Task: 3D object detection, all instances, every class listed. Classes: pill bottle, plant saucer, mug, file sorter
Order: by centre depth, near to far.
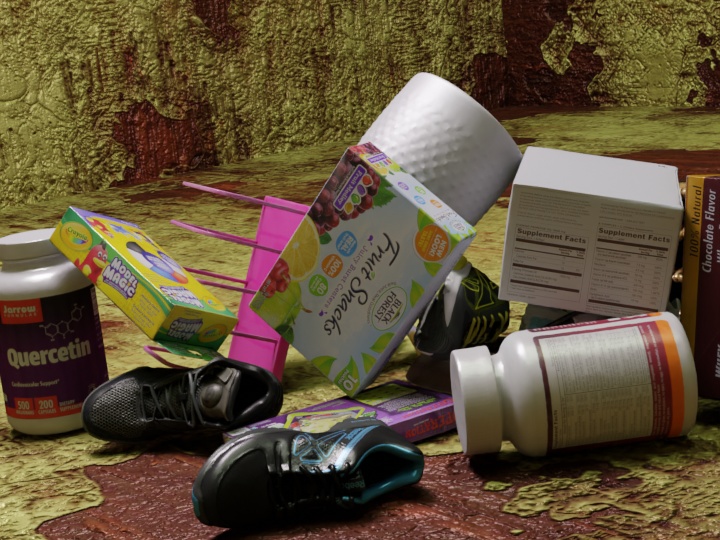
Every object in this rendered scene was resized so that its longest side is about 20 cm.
[{"bbox_3d":[0.182,0.102,1.337,0.198,0.111,0.110,-8,11,-3],"label":"pill bottle"},{"bbox_3d":[0.144,0.093,1.538,0.198,0.032,0.200,-1,7,0],"label":"plant saucer"},{"bbox_3d":[0.058,-0.078,1.587,0.147,0.176,0.200,38,-10,17],"label":"mug"},{"bbox_3d":[-0.326,0.062,1.609,0.111,0.202,0.112,-7,11,1],"label":"pill bottle"},{"bbox_3d":[-0.145,0.012,1.667,0.125,0.202,0.139,12,2,-25],"label":"file sorter"}]

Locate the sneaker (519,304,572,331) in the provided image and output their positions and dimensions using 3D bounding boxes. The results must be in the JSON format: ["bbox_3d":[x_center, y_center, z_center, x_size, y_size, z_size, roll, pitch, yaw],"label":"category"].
[{"bbox_3d":[0.242,0.033,1.616,0.077,0.087,0.199,9,0,35],"label":"sneaker"}]

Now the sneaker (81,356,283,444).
[{"bbox_3d":[-0.173,0.122,1.485,0.198,0.077,0.114,-3,-12,-3],"label":"sneaker"}]

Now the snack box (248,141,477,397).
[{"bbox_3d":[0.000,0.000,1.482,0.142,0.201,0.053,39,26,12],"label":"snack box"}]

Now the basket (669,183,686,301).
[{"bbox_3d":[0.368,-0.021,1.744,0.199,0.144,0.149,1,13,35],"label":"basket"}]

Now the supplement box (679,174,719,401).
[{"bbox_3d":[0.395,0.020,1.338,0.132,0.199,0.199,-2,6,-36],"label":"supplement box"}]

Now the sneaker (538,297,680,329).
[{"bbox_3d":[0.234,0.082,1.446,0.199,0.089,0.074,-8,-21,-27],"label":"sneaker"}]

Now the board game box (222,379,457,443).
[{"bbox_3d":[-0.014,0.147,1.440,0.199,0.033,0.120,-14,9,-29],"label":"board game box"}]

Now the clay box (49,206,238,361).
[{"bbox_3d":[-0.208,0.017,1.546,0.200,0.048,0.115,39,11,28],"label":"clay box"}]

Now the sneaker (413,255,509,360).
[{"bbox_3d":[0.110,0.040,1.532,0.084,0.075,0.200,27,23,0],"label":"sneaker"}]

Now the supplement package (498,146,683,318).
[{"bbox_3d":[0.219,-0.039,1.467,0.154,0.112,0.200,9,15,8],"label":"supplement package"}]

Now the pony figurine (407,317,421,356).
[{"bbox_3d":[0.034,0.024,1.707,0.192,0.167,0.200,20,15,-48],"label":"pony figurine"}]

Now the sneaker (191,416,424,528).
[{"bbox_3d":[-0.041,0.164,1.259,0.199,0.074,0.082,-14,15,-29],"label":"sneaker"}]
